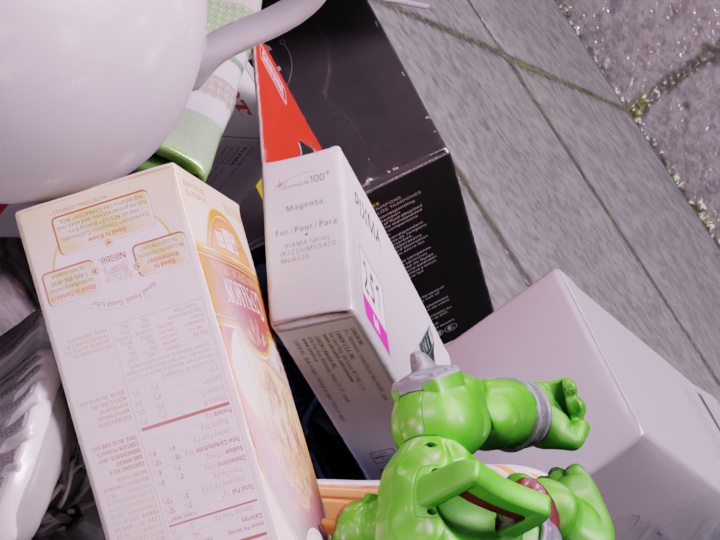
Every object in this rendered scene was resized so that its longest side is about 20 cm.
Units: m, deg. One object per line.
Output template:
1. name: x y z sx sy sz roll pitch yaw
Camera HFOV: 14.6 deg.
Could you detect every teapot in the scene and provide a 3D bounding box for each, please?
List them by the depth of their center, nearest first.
1. teapot: -0.141 -0.133 1.142 0.197 0.146 0.200 38 41 18

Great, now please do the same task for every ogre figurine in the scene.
1. ogre figurine: 0.053 0.117 1.204 0.120 0.098 0.201 36 66 -37

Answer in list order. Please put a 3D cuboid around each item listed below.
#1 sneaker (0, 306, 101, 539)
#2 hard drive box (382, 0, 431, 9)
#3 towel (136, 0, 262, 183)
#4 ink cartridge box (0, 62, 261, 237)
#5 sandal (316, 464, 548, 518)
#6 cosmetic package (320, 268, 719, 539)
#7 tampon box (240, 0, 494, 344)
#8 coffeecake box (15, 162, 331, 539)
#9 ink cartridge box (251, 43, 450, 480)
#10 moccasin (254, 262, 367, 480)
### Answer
1. sneaker: -0.130 0.078 1.184 0.082 0.075 0.200 50 15 -13
2. hard drive box: -0.067 -0.214 1.473 0.199 0.077 0.156 8 22 -37
3. towel: -0.120 -0.121 1.275 0.149 0.031 0.200 17 35 -5
4. ink cartridge box: -0.153 -0.092 1.350 0.200 0.083 0.147 2 48 -48
5. sandal: 0.032 0.131 1.307 0.206 0.059 0.080 1 84 -38
6. cosmetic package: 0.094 0.132 1.521 0.200 0.199 0.123 36 22 -49
7. tampon box: -0.021 -0.046 1.587 0.200 0.126 0.150 71 -7 -60
8. coffeecake box: -0.069 0.068 1.186 0.154 0.073 0.201 36 37 -81
9. ink cartridge box: 0.000 0.000 1.360 0.200 0.043 0.174 61 21 -54
10. moccasin: -0.015 0.088 1.443 0.080 0.068 0.201 9 63 -61
